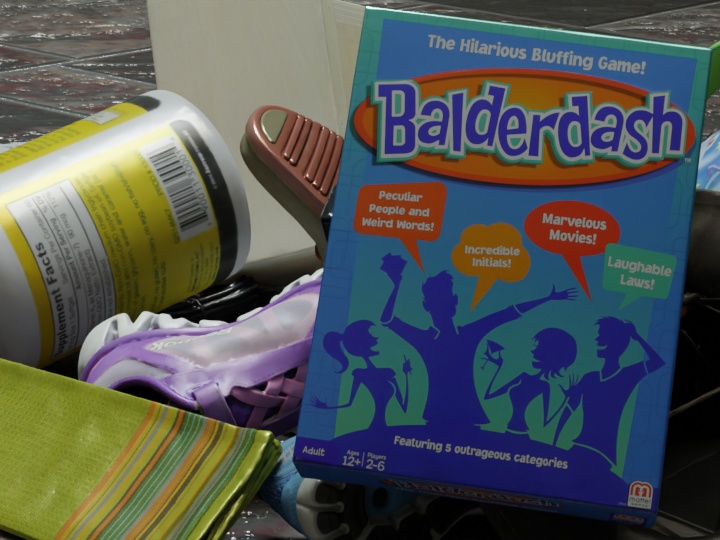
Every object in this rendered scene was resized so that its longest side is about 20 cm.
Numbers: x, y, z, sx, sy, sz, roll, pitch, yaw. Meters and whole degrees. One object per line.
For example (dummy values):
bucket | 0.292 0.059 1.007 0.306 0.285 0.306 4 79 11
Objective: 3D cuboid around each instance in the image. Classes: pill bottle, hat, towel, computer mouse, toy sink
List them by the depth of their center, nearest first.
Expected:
hat | 0.133 0.068 0.941 0.199 0.202 0.081 4 -15 3
towel | -0.136 0.085 0.969 0.199 0.018 0.086 13 52 32
pill bottle | -0.168 -0.012 1.143 0.199 0.115 0.114 -26 28 -29
computer mouse | -0.053 0.042 1.172 0.109 0.044 0.200 -8 19 -38
toy sink | -0.039 -0.100 1.294 0.130 0.201 0.112 -14 -9 33

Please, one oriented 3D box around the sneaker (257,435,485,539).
sneaker | 0.036 0.080 0.994 0.199 0.079 0.090 -5 11 -38

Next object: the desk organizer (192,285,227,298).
desk organizer | -0.076 -0.045 1.417 0.071 0.077 0.200 12 18 29

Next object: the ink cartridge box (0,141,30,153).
ink cartridge box | -0.236 -0.016 1.263 0.199 0.084 0.144 -10 21 -40

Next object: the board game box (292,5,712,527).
board game box | 0.061 -0.003 0.899 0.151 0.201 0.045 7 -14 6

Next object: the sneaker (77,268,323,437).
sneaker | -0.053 0.057 1.022 0.199 0.081 0.089 -12 20 17

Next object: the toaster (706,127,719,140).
toaster | 0.310 -0.023 1.347 0.199 0.119 0.181 1 15 -11

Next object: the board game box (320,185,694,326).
board game box | 0.088 0.022 1.034 0.199 0.136 0.028 5 47 18

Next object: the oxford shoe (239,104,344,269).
oxford shoe | 0.000 0.000 1.114 0.074 0.200 0.071 -35 16 31

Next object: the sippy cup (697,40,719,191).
sippy cup | 0.223 -0.031 1.065 0.178 0.130 0.140 45 34 -1
